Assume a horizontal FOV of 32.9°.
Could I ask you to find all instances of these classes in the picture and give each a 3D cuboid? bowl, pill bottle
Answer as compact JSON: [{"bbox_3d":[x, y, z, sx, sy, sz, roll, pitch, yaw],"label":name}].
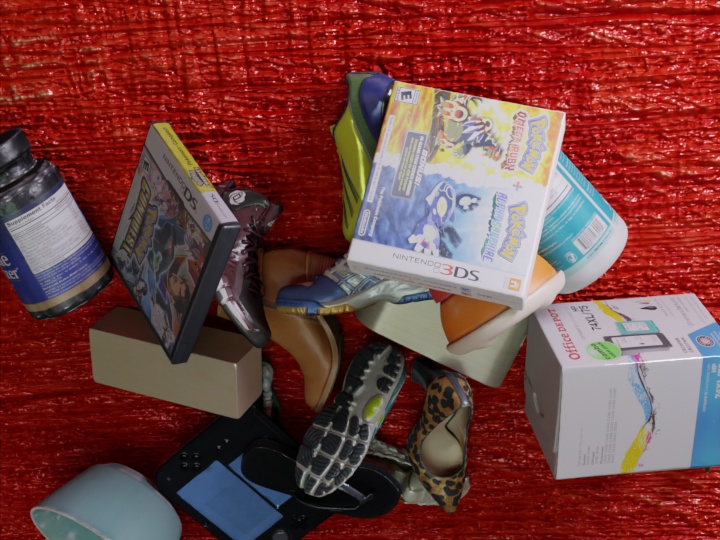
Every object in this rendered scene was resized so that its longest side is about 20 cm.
[{"bbox_3d":[-0.305,0.320,1.541,0.200,0.105,0.201,24,147,16],"label":"bowl"},{"bbox_3d":[0.189,-0.078,1.317,0.111,0.111,0.200,-38,106,21],"label":"pill bottle"},{"bbox_3d":[-0.373,-0.054,1.386,0.111,0.112,0.201,-20,112,15],"label":"pill bottle"}]

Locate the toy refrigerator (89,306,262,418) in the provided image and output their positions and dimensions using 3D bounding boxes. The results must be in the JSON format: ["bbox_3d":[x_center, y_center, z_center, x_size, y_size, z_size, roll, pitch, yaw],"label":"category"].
[{"bbox_3d":[-0.217,0.106,1.446,0.198,0.070,0.077,11,118,21],"label":"toy refrigerator"}]

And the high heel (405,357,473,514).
[{"bbox_3d":[0.105,0.211,1.429,0.071,0.142,0.202,-14,102,-14],"label":"high heel"}]

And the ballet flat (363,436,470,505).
[{"bbox_3d":[0.041,0.257,1.522,0.199,0.072,0.072,22,116,-6],"label":"ballet flat"}]

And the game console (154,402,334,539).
[{"bbox_3d":[-0.136,0.266,1.509,0.177,0.031,0.200,-37,112,23],"label":"game console"}]

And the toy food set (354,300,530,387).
[{"bbox_3d":[0.111,0.031,1.416,0.199,0.060,0.144,25,104,-8],"label":"toy food set"}]

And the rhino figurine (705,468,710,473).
[{"bbox_3d":[0.446,0.158,1.419,0.059,0.088,0.201,21,116,-4],"label":"rhino figurine"}]

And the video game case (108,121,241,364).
[{"bbox_3d":[-0.211,-0.030,1.346,0.025,0.181,0.201,-7,136,-39],"label":"video game case"}]

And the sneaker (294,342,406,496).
[{"bbox_3d":[-0.002,0.182,1.439,0.077,0.080,0.201,29,78,25],"label":"sneaker"}]

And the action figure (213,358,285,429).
[{"bbox_3d":[-0.141,0.173,1.507,0.117,0.055,0.202,2,115,1],"label":"action figure"}]

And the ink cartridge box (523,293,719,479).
[{"bbox_3d":[0.297,0.128,1.366,0.198,0.147,0.147,-4,117,-6],"label":"ink cartridge box"}]

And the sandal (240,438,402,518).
[{"bbox_3d":[-0.049,0.261,1.468,0.198,0.043,0.077,14,117,-6],"label":"sandal"}]

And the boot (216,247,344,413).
[{"bbox_3d":[-0.095,0.066,1.441,0.153,0.074,0.202,7,106,2],"label":"boot"}]

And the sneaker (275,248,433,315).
[{"bbox_3d":[0.000,0.000,1.354,0.198,0.075,0.089,-10,92,2],"label":"sneaker"}]

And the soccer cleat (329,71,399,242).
[{"bbox_3d":[0.001,-0.126,1.350,0.083,0.065,0.202,23,121,21],"label":"soccer cleat"}]

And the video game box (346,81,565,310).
[{"bbox_3d":[0.097,-0.077,1.221,0.181,0.047,0.202,12,75,9],"label":"video game box"}]

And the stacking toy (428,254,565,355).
[{"bbox_3d":[0.108,-0.026,1.277,0.146,0.146,0.201,-33,87,20],"label":"stacking toy"}]

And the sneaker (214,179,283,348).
[{"bbox_3d":[-0.124,-0.021,1.358,0.115,0.076,0.201,-32,72,-2],"label":"sneaker"}]
